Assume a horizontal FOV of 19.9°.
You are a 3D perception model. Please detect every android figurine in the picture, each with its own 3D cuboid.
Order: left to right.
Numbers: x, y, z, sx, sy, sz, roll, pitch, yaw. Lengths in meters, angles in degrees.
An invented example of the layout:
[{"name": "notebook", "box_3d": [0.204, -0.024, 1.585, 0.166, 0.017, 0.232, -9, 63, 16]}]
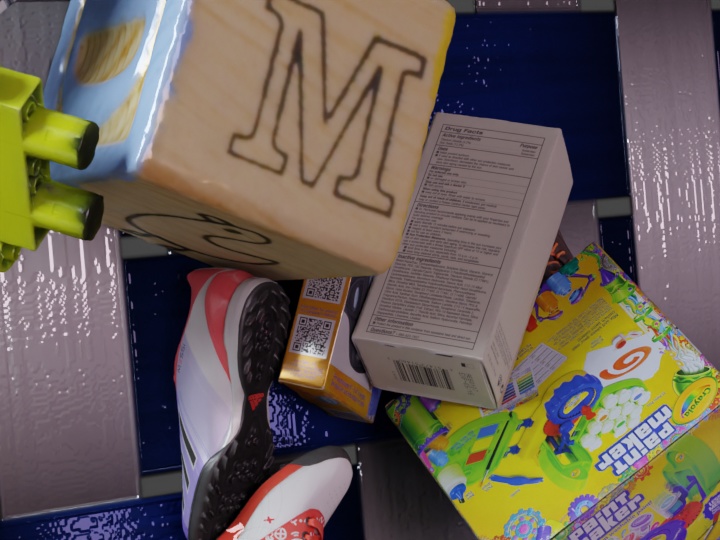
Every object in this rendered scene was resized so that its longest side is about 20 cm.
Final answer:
[{"name": "android figurine", "box_3d": [-0.256, -0.078, 1.268, 0.199, 0.183, 0.041, 16, 48, 10]}]

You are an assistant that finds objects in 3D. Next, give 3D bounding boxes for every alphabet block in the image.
[{"name": "alphabet block", "box_3d": [-0.083, -0.116, 1.374, 0.199, 0.195, 0.198, 21, 79, -30]}]

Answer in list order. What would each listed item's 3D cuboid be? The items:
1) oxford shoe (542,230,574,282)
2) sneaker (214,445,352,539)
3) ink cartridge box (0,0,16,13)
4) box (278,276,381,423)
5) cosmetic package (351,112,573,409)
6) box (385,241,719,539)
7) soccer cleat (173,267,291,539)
[{"name": "oxford shoe", "box_3d": [0.144, -0.009, 1.589, 0.071, 0.072, 0.201, -36, 107, -29]}, {"name": "sneaker", "box_3d": [-0.057, 0.216, 1.410, 0.201, 0.108, 0.067, -38, 144, -18]}, {"name": "ink cartridge box", "box_3d": [-0.249, -0.241, 1.269, 0.200, 0.084, 0.145, -41, 139, -9]}, {"name": "box", "box_3d": [0.000, 0.000, 1.478, 0.119, 0.041, 0.201, 41, 63, -67]}, {"name": "cosmetic package", "box_3d": [0.076, -0.009, 1.478, 0.073, 0.103, 0.201, 68, 38, -53]}, {"name": "box", "box_3d": [0.159, 0.124, 1.469, 0.200, 0.193, 0.122, -38, 133, 0]}, {"name": "soccer cleat", "box_3d": [-0.101, 0.097, 1.436, 0.068, 0.073, 0.202, -6, 109, -52]}]
